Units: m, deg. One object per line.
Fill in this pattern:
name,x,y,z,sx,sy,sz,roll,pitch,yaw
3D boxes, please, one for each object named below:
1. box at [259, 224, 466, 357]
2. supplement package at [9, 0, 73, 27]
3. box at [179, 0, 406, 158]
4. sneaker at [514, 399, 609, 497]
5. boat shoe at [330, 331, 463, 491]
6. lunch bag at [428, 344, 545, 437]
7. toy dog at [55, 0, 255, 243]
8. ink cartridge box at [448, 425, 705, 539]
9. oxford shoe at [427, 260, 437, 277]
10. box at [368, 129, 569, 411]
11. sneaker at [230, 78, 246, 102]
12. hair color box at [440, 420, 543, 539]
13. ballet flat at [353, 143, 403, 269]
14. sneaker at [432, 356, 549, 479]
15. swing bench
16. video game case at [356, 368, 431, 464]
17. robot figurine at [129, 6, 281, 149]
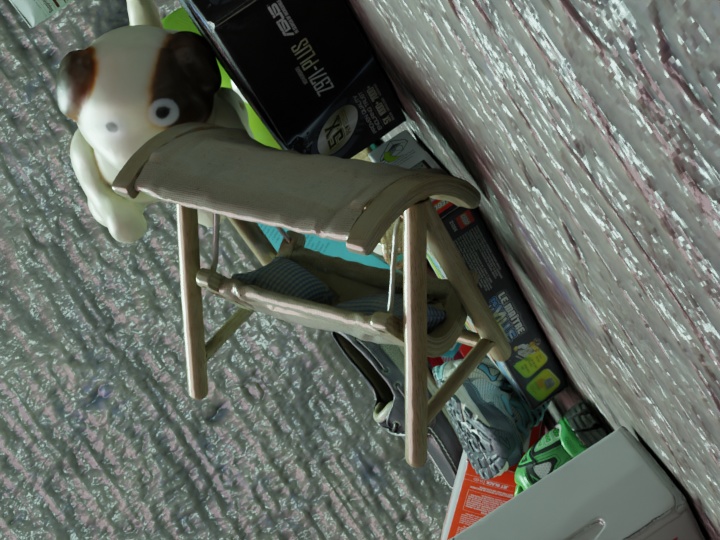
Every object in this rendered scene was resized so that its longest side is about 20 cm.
box,0.000,0.000,1.469,0.200,0.049,0.082,34,-172,22
supplement package,-0.271,-0.362,1.502,0.192,0.200,0.147,56,177,25
box,-0.072,-0.186,1.207,0.200,0.086,0.164,54,178,43
sneaker,0.152,0.159,1.295,0.078,0.085,0.200,55,178,25
boat shoe,0.039,0.119,1.570,0.201,0.065,0.072,61,161,-5
lunch bag,0.097,0.089,1.623,0.200,0.082,0.176,56,173,18
toy dog,-0.141,-0.116,1.231,0.200,0.139,0.195,38,-127,-89
ink cartridge box,0.163,0.220,1.142,0.085,0.145,0.200,55,177,47
oxford shoe,-0.001,-0.047,1.555,0.071,0.074,0.200,10,-140,-53
box,0.079,0.001,1.246,0.200,0.035,0.110,59,177,-38
sneaker,-0.050,-0.145,1.349,0.073,0.084,0.200,59,175,-26
hair color box,0.108,0.200,1.488,0.102,0.061,0.201,-74,-4,-46
ballet flat,0.012,-0.059,1.445,0.071,0.065,0.200,56,178,-28
sneaker,0.108,0.096,1.335,0.200,0.086,0.078,-111,-2,-78
swing bench,-0.027,-0.004,1.131,0.198,0.130,0.201,15,137,32
video game case,0.052,0.078,1.760,0.200,0.025,0.181,56,-147,-1
robot figurine,-0.121,-0.167,1.559,0.199,0.176,0.116,24,-170,22
